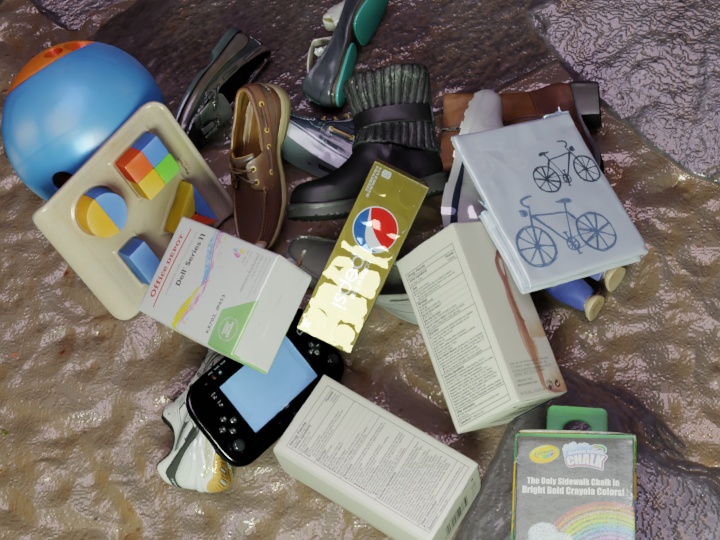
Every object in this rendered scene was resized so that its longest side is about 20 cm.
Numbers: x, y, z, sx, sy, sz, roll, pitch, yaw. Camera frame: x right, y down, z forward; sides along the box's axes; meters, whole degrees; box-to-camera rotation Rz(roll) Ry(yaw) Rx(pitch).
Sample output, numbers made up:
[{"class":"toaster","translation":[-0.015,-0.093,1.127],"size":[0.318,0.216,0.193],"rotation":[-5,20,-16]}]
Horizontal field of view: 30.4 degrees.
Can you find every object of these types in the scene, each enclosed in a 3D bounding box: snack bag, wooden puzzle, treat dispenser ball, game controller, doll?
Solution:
[{"class":"snack bag","translation":[0.202,-0.080,1.451],"size":[0.187,0.021,0.202],"rotation":[-15,69,-33]},{"class":"wooden puzzle","translation":[-0.252,-0.064,1.534],"size":[0.200,0.186,0.046],"rotation":[-45,38,-15]},{"class":"treat dispenser ball","translation":[-0.331,-0.174,1.594],"size":[0.198,0.202,0.203],"rotation":[-4,61,7]},{"class":"game controller","translation":[-0.102,0.123,1.439],"size":[0.200,0.042,0.105],"rotation":[-41,101,-40]},{"class":"doll","translation":[0.199,-0.023,1.516],"size":[0.199,0.048,0.137],"rotation":[37,94,26]}]

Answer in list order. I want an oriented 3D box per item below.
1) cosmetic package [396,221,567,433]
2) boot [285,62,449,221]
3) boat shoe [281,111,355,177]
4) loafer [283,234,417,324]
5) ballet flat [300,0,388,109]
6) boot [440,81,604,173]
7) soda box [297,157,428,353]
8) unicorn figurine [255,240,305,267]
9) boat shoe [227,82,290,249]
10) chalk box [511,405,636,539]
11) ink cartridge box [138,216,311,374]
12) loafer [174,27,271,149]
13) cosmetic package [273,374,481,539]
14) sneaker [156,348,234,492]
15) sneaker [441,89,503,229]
[{"class":"cosmetic package","translation":[0.128,0.059,1.415],"size":[0.086,0.103,0.202],"rotation":[-5,70,-42]},{"class":"boot","translation":[-0.002,-0.146,1.523],"size":[0.208,0.079,0.160],"rotation":[-14,88,-21]},{"class":"boat shoe","translation":[-0.031,-0.162,1.622],"size":[0.199,0.071,0.091],"rotation":[31,69,15]},{"class":"loafer","translation":[0.000,0.000,1.523],"size":[0.198,0.070,0.071],"rotation":[18,65,18]},{"class":"ballet flat","translation":[-0.025,-0.298,1.693],"size":[0.072,0.073,0.202],"rotation":[15,67,16]},{"class":"boot","translation":[0.188,-0.137,1.574],"size":[0.197,0.069,0.191],"rotation":[-4,73,13]},{"class":"soda box","translation":[0.003,-0.017,1.443],"size":[0.067,0.064,0.202],"rotation":[25,99,-2]},{"class":"unicorn figurine","translation":[-0.131,0.016,1.509],"size":[0.198,0.074,0.138],"rotation":[-26,27,12]},{"class":"boat shoe","translation":[-0.130,-0.123,1.569],"size":[0.071,0.067,0.203],"rotation":[6,95,33]},{"class":"chalk box","translation":[0.216,0.236,1.331],"size":[0.122,0.124,0.202],"rotation":[1,61,11]},{"class":"ink cartridge box","translation":[-0.160,0.019,1.423],"size":[0.199,0.067,0.118],"rotation":[20,82,40]},{"class":"loafer","translation":[-0.178,-0.223,1.676],"size":[0.062,0.072,0.202],"rotation":[19,64,12]},{"class":"cosmetic package","translation":[0.019,0.209,1.404],"size":[0.198,0.073,0.104],"rotation":[29,69,22]},{"class":"sneaker","translation":[-0.178,0.145,1.469],"size":[0.086,0.076,0.202],"rotation":[0,59,13]},{"class":"sneaker","translation":[0.148,-0.118,1.524],"size":[0.079,0.077,0.203],"rotation":[4,64,19]}]
